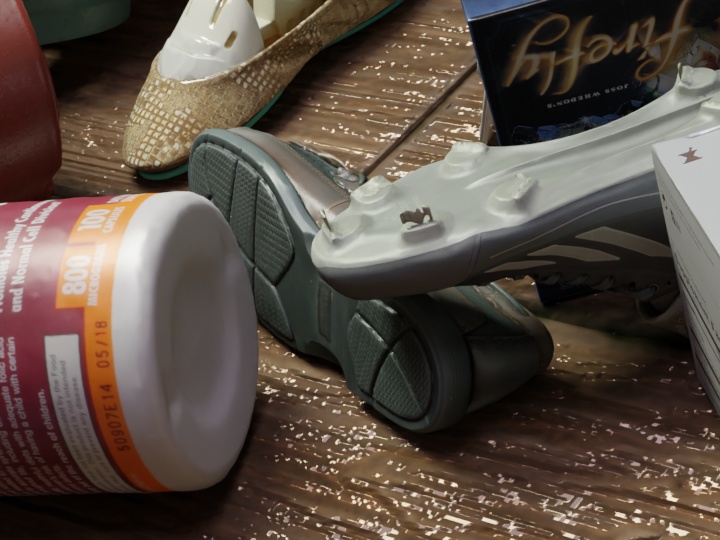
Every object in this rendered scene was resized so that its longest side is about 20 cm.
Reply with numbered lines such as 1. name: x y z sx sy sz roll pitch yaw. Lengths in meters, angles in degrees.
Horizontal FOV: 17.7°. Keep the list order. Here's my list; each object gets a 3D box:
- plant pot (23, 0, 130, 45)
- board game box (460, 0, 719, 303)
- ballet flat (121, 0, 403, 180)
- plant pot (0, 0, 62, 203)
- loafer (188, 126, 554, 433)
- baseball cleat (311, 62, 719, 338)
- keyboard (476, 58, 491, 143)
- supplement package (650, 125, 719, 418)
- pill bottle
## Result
1. plant pot: -0.184 -0.186 1.179 0.200 0.134 0.200 -5 16 1
2. board game box: 0.150 -0.073 0.894 0.200 0.136 0.035 -15 34 4
3. ballet flat: -0.050 -0.122 1.113 0.070 0.065 0.200 14 45 38
4. plant pot: -0.251 -0.068 1.028 0.195 0.201 0.201 -23 34 -23
5. loafer: 0.000 0.000 0.931 0.063 0.072 0.200 -13 36 -30
6. baseball cleat: 0.085 -0.008 0.853 0.200 0.107 0.070 -19 30 -3
7. keyboard: 0.066 -0.152 1.065 0.011 0.056 0.200 3 55 7
8. supplement package: 0.221 0.008 0.770 0.200 0.111 0.156 -18 34 -1
9. pill bottle: -0.151 0.031 0.895 0.200 0.114 0.114 -4 36 18
